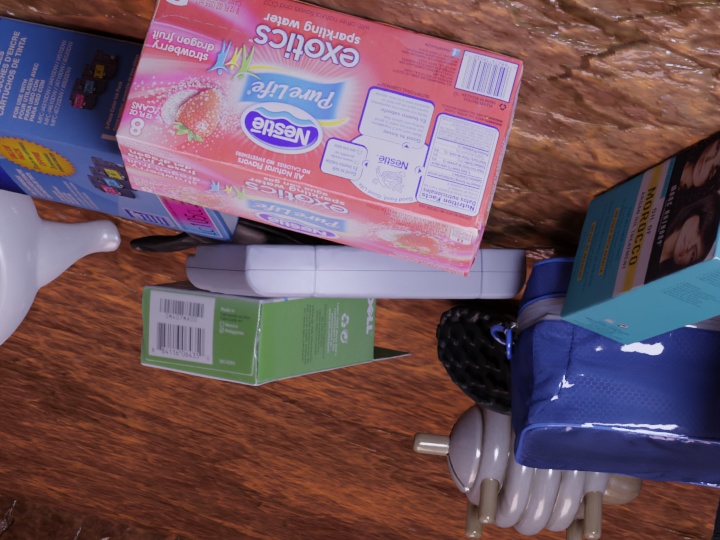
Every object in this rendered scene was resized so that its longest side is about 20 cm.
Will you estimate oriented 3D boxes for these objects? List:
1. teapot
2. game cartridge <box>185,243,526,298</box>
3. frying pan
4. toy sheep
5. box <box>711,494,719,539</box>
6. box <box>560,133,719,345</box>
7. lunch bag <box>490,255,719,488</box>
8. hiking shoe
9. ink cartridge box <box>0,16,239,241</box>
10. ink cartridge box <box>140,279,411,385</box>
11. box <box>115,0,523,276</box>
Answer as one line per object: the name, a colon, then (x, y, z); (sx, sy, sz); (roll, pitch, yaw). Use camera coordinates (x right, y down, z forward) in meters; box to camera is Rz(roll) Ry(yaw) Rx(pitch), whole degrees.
teapot: (-0.320, -0.025, 1.482); (0.200, 0.197, 0.146); (49, -161, -8)
game cartridge: (0.000, 0.000, 1.315); (0.199, 0.042, 0.133); (1, -175, -24)
frying pan: (-0.090, -0.021, 1.477); (0.115, 0.031, 0.190); (22, 167, -19)
toy sheep: (0.142, 0.162, 1.693); (0.199, 0.139, 0.138); (11, 166, -11)
box: (0.274, 0.056, 1.070); (0.049, 0.201, 0.159); (23, 164, -30)
box: (0.182, -0.017, 1.129); (0.049, 0.083, 0.200); (20, 164, -13)
lunch bag: (0.182, 0.058, 1.292); (0.199, 0.133, 0.136); (7, 163, 0)
hiking shoe: (0.148, 0.076, 1.499); (0.199, 0.075, 0.087); (21, -164, 33)
ink cartridge box: (-0.174, -0.091, 1.243); (0.199, 0.077, 0.137); (14, 164, 12)
ink cartridge box: (-0.056, 0.036, 1.437); (0.103, 0.060, 0.200); (8, -172, 33)
box: (-0.021, -0.077, 1.086); (0.199, 0.103, 0.095); (14, 164, 3)
